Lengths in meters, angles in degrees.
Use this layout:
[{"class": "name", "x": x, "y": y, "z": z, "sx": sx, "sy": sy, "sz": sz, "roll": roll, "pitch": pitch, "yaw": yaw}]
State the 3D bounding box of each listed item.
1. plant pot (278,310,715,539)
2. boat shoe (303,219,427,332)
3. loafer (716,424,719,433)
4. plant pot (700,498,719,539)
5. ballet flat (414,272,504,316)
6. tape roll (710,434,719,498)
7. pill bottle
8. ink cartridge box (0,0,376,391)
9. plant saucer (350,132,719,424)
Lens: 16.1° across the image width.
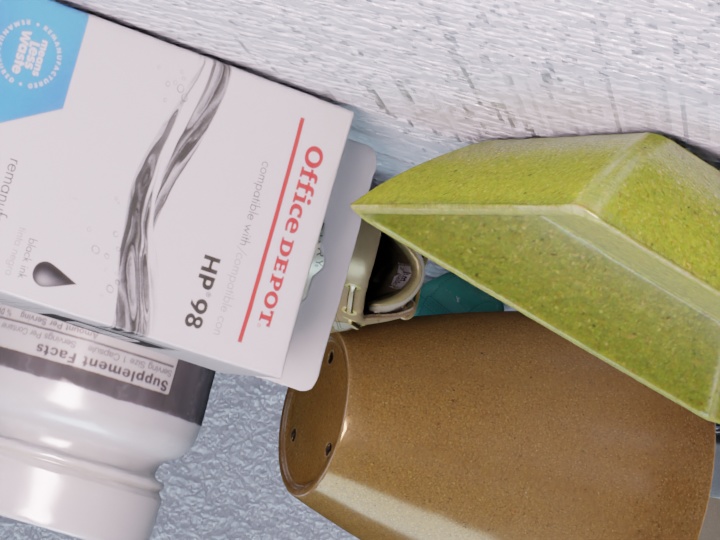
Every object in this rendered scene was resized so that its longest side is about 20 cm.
[{"class": "plant pot", "x": 0.064, "y": 0.097, "z": 1.397, "sx": 0.199, "sy": 0.188, "sz": 0.186, "roll": 14, "pitch": 176, "yaw": -23}, {"class": "boat shoe", "x": 0.000, "y": 0.000, "z": 1.284, "sx": 0.066, "sy": 0.074, "sz": 0.200, "roll": 12, "pitch": 178, "yaw": 14}, {"class": "loafer", "x": 0.243, "y": 0.089, "z": 1.502, "sx": 0.199, "sy": 0.063, "sz": 0.072, "roll": 15, "pitch": 174, "yaw": 17}, {"class": "plant pot", "x": 0.373, "y": 0.313, "z": 2.732, "sx": 0.199, "sy": 0.178, "sz": 0.199, "roll": 10, "pitch": 172, "yaw": 43}, {"class": "ballet flat", "x": 0.053, "y": 0.031, "z": 1.567, "sx": 0.070, "sy": 0.067, "sz": 0.200, "roll": 40, "pitch": 176, "yaw": 5}, {"class": "tape roll", "x": 0.255, "y": 0.115, "z": 1.616, "sx": 0.201, "sy": 0.037, "sz": 0.203, "roll": 5, "pitch": -174, "yaw": -1}, {"class": "pill bottle", "x": -0.118, "y": 0.022, "z": 1.180, "sx": 0.112, "sy": 0.201, "sz": 0.113, "roll": 16, "pitch": 175, "yaw": 1}, {"class": "ink cartridge box", "x": -0.080, "y": -0.028, "z": 1.022, "sx": 0.199, "sy": 0.116, "sz": 0.067, "roll": 18, "pitch": 173, "yaw": -23}, {"class": "plant saucer", "x": 0.121, "y": 0.002, "z": 0.968, "sx": 0.199, "sy": 0.048, "sz": 0.199, "roll": 29, "pitch": 170, "yaw": -22}]
